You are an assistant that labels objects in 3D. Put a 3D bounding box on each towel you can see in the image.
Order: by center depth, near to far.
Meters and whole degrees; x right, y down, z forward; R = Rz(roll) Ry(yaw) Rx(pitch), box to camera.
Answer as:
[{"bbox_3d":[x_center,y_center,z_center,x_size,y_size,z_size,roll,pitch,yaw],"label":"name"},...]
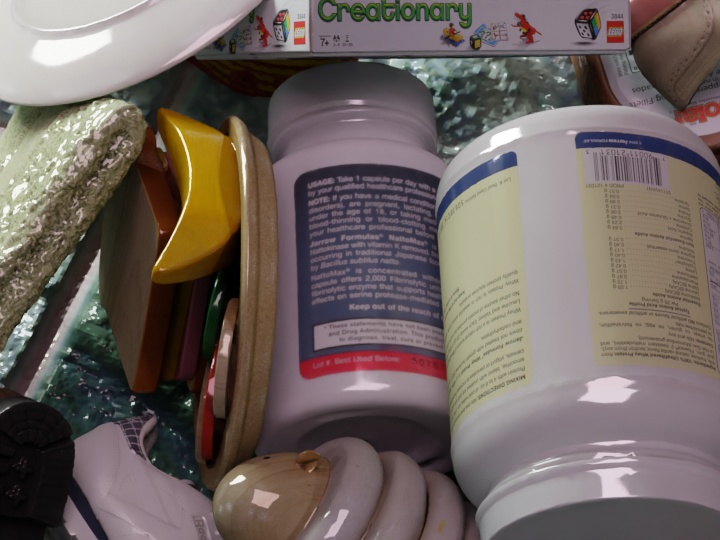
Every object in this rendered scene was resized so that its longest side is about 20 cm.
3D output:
[{"bbox_3d":[-0.187,-0.012,1.342,0.036,0.148,0.200,38,87,-23],"label":"towel"}]

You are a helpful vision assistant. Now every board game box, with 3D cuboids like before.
[{"bbox_3d":[0.026,-0.129,1.389,0.199,0.126,0.035,-3,95,-32],"label":"board game box"}]

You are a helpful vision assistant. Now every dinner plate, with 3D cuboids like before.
[{"bbox_3d":[-0.119,-0.158,1.379,0.199,0.024,0.201,-20,33,13],"label":"dinner plate"}]

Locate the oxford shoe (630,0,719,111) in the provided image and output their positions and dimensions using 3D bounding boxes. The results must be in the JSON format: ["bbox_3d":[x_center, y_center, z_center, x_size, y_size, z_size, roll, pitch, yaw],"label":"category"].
[{"bbox_3d":[0.233,-0.162,1.424,0.199,0.070,0.075,-34,87,11],"label":"oxford shoe"}]

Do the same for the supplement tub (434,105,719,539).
[{"bbox_3d":[0.111,0.039,1.259,0.144,0.145,0.201,-2,62,-1],"label":"supplement tub"}]

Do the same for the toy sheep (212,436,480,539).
[{"bbox_3d":[0.010,0.157,1.278,0.200,0.138,0.138,40,64,-21],"label":"toy sheep"}]

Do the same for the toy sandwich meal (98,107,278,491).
[{"bbox_3d":[-0.088,0.010,1.315,0.070,0.205,0.206,3,62,-10],"label":"toy sandwich meal"}]

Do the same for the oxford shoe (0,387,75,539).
[{"bbox_3d":[-0.203,0.154,1.306,0.084,0.072,0.201,18,86,52],"label":"oxford shoe"}]

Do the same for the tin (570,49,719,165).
[{"bbox_3d":[0.169,-0.145,1.487,0.111,0.042,0.201,-14,64,-2],"label":"tin"}]

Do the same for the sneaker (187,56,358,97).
[{"bbox_3d":[-0.093,-0.154,1.473,0.199,0.073,0.077,19,54,6],"label":"sneaker"}]

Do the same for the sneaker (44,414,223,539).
[{"bbox_3d":[-0.089,0.158,1.313,0.080,0.077,0.200,-26,67,-23],"label":"sneaker"}]

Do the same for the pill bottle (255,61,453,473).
[{"bbox_3d":[0.000,0.000,1.364,0.119,0.120,0.201,-2,63,-1],"label":"pill bottle"}]
